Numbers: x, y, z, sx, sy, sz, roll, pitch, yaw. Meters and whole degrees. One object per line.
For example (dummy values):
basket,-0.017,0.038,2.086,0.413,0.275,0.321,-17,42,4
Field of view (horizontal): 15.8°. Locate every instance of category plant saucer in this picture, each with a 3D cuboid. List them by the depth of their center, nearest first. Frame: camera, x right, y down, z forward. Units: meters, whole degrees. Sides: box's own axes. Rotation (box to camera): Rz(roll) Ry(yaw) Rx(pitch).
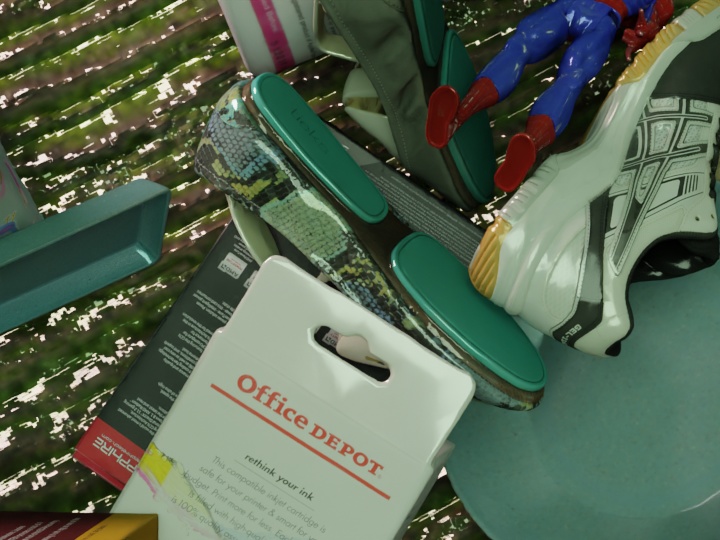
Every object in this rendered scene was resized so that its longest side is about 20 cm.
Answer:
plant saucer,-0.180,0.012,1.209,0.200,0.070,0.019,-25,68,-22
plant saucer,0.131,0.053,1.219,0.201,0.039,0.201,-9,69,25

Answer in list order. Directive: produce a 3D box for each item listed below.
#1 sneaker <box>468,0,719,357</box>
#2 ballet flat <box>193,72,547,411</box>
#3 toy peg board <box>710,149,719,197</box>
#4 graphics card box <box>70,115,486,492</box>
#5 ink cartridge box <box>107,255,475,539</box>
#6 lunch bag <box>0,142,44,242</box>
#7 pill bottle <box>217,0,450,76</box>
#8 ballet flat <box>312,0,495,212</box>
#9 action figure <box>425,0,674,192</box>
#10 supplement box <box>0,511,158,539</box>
sneaker,0.137,-0.041,1.190,0.088,0.076,0.200,37,68,9
ballet flat,0.000,0.000,1.180,0.074,0.074,0.200,-41,82,-3
toy peg board,0.305,-0.051,1.237,0.200,0.098,0.199,44,102,6
graphics card box,-0.029,0.040,1.231,0.125,0.051,0.200,34,92,8
ink cartridge box,-0.038,0.102,1.166,0.116,0.067,0.200,33,100,7
lunch bag,-0.263,-0.027,1.193,0.200,0.170,0.122,-25,76,-2
pill bottle,0.019,-0.179,1.233,0.200,0.113,0.113,-22,84,-1
ballet flat,0.016,-0.098,1.199,0.064,0.200,0.067,0,56,15
action figure,0.102,-0.112,1.213,0.065,0.052,0.200,29,43,13
supplement box,-0.198,0.176,1.062,0.200,0.197,0.133,0,93,7
